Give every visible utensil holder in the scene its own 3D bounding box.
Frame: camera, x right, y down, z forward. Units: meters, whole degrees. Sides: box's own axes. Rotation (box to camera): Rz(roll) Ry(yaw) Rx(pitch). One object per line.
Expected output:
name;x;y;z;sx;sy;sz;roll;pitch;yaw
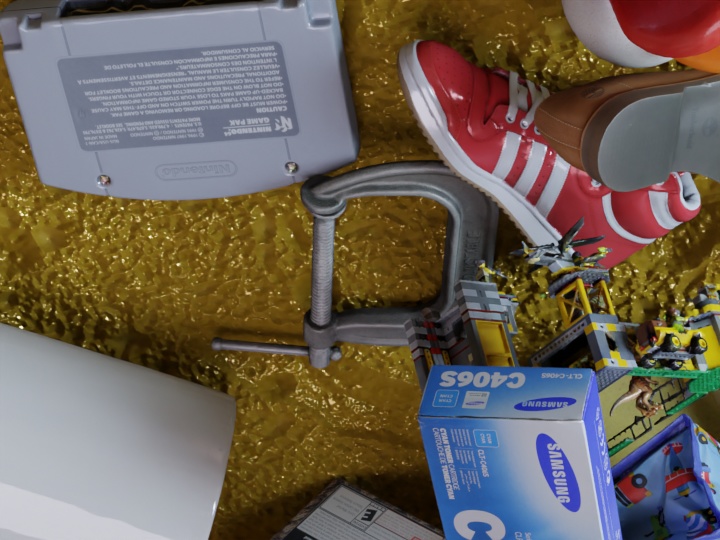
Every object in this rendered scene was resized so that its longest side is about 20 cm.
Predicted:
utensil holder;-0.195;0.130;1.407;0.198;0.171;0.171;17;129;-8

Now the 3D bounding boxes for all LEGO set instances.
LEGO set;0.120;0.038;1.289;0.153;0.117;0.200;0;152;-31

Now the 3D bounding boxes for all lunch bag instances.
lunch bag;0.172;0.204;1.372;0.199;0.095;0.150;-34;132;21

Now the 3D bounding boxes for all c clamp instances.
c clamp;0.000;0.000;1.348;0.169;0.027;0.201;5;140;-5

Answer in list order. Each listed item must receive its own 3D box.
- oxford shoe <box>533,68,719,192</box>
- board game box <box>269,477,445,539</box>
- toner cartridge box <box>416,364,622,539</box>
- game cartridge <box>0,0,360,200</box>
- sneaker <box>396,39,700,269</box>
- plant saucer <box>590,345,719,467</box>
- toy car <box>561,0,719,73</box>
oxford shoe;0.178;-0.088;1.219;0.199;0.071;0.072;-3;113;-41
board game box;-0.018;0.255;1.429;0.159;0.200;0.097;22;144;45
toner cartridge box;0.096;0.142;1.247;0.094;0.043;0.201;0;130;17
game cartridge;-0.103;-0.104;1.295;0.198;0.041;0.134;-3;124;10
sneaker;0.116;-0.080;1.262;0.112;0.072;0.200;-27;128;30
plant saucer;0.171;0.126;1.433;0.199;0.049;0.201;-21;124;22
toy car;0.151;-0.182;1.126;0.200;0.151;0.175;40;123;-22
